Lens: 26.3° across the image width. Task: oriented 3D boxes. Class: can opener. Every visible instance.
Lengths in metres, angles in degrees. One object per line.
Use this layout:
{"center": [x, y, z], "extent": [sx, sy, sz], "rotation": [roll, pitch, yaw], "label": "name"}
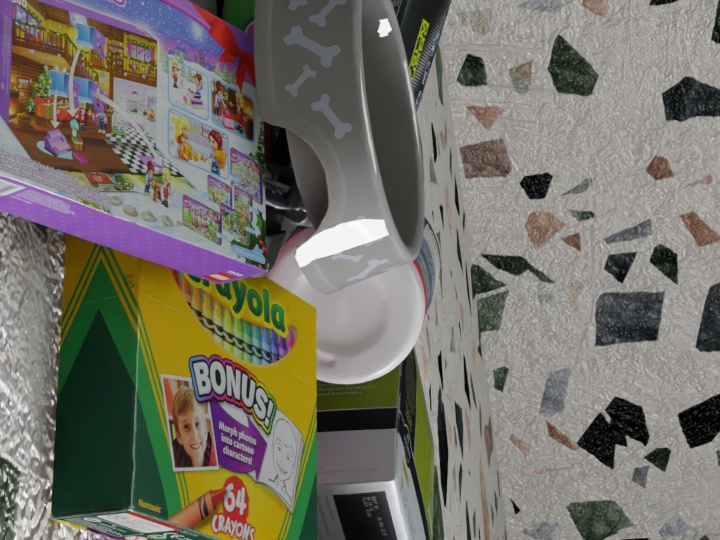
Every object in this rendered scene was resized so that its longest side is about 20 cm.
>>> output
{"center": [-0.052, -0.037, 0.963], "extent": [0.200, 0.052, 0.067], "rotation": [-17, 127, -76], "label": "can opener"}

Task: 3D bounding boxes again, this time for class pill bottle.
{"center": [0.000, 0.000, 1.177], "extent": [0.200, 0.119, 0.120], "rotation": [-62, 146, -73], "label": "pill bottle"}

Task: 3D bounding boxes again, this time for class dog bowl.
{"center": [-0.007, -0.089, 0.911], "extent": [0.200, 0.058, 0.202], "rotation": [-7, 90, -78], "label": "dog bowl"}

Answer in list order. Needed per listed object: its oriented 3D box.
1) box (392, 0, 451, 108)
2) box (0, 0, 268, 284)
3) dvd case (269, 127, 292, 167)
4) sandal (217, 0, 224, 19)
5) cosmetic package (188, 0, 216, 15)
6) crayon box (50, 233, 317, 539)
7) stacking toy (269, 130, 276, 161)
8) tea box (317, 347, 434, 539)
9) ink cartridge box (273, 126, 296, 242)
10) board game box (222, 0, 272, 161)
{"center": [0.023, -0.169, 1.236], "extent": [0.193, 0.047, 0.201], "rotation": [-15, 123, -82], "label": "box"}
{"center": [-0.123, -0.083, 0.777], "extent": [0.200, 0.039, 0.138], "rotation": [22, 61, -51], "label": "box"}
{"center": [-0.026, -0.135, 1.215], "extent": [0.200, 0.017, 0.144], "rotation": [-10, 118, -81], "label": "dvd case"}
{"center": [-0.123, -0.146, 1.072], "extent": [0.075, 0.045, 0.201], "rotation": [-68, 167, -68], "label": "sandal"}
{"center": [-0.128, -0.126, 0.913], "extent": [0.102, 0.073, 0.202], "rotation": [61, 27, -71], "label": "cosmetic package"}
{"center": [-0.094, 0.077, 0.899], "extent": [0.200, 0.058, 0.174], "rotation": [35, 50, -56], "label": "crayon box"}
{"center": [-0.091, -0.168, 1.193], "extent": [0.085, 0.085, 0.202], "rotation": [37, 55, -78], "label": "stacking toy"}
{"center": [-0.014, 0.162, 1.280], "extent": [0.198, 0.133, 0.201], "rotation": [-84, 166, -46], "label": "tea box"}
{"center": [-0.040, -0.094, 1.407], "extent": [0.145, 0.083, 0.201], "rotation": [-71, 154, -69], "label": "ink cartridge box"}
{"center": [-0.077, -0.126, 1.049], "extent": [0.153, 0.040, 0.201], "rotation": [-90, -171, -60], "label": "board game box"}
